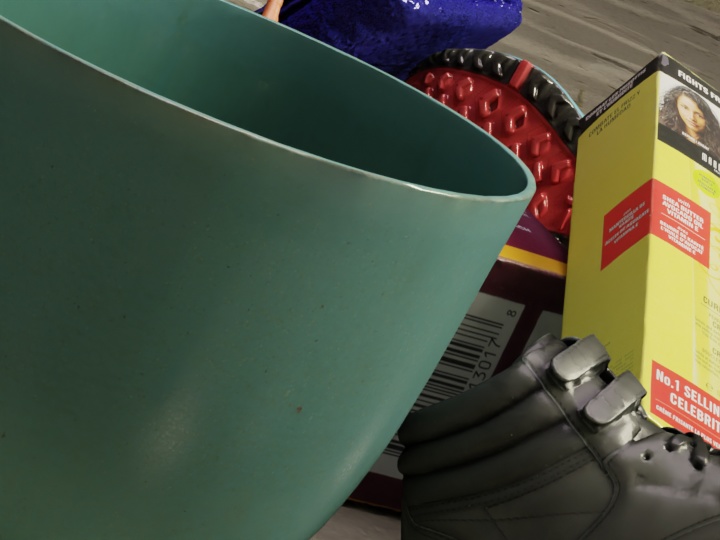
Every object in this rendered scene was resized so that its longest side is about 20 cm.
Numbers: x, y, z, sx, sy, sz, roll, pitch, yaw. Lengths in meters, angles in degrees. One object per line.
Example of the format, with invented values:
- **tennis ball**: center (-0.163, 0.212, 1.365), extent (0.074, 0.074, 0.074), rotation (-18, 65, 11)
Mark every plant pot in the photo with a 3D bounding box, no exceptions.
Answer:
- **plant pot**: center (-0.070, 0.007, 0.817), extent (0.201, 0.161, 0.201), rotation (22, 14, -6)

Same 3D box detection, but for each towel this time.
- **towel**: center (-0.035, -0.085, 1.207), extent (0.050, 0.200, 0.148), rotation (64, 23, 8)

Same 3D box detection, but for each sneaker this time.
- **sneaker**: center (0.099, -0.024, 1.163), extent (0.200, 0.079, 0.096), rotation (34, 0, 21)
- **sneaker**: center (0.100, 0.060, 0.816), extent (0.200, 0.099, 0.071), rotation (-13, -5, 9)

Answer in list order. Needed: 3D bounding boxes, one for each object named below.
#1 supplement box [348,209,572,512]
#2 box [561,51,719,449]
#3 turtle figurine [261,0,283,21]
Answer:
- **supplement box**: center (0.000, 0.000, 1.053), extent (0.086, 0.110, 0.200), rotation (17, 19, -28)
- **box**: center (0.114, 0.012, 0.950), extent (0.075, 0.050, 0.200), rotation (34, 38, -18)
- **turtle figurine**: center (-0.136, -0.121, 1.103), extent (0.161, 0.064, 0.200), rotation (16, 35, 34)
